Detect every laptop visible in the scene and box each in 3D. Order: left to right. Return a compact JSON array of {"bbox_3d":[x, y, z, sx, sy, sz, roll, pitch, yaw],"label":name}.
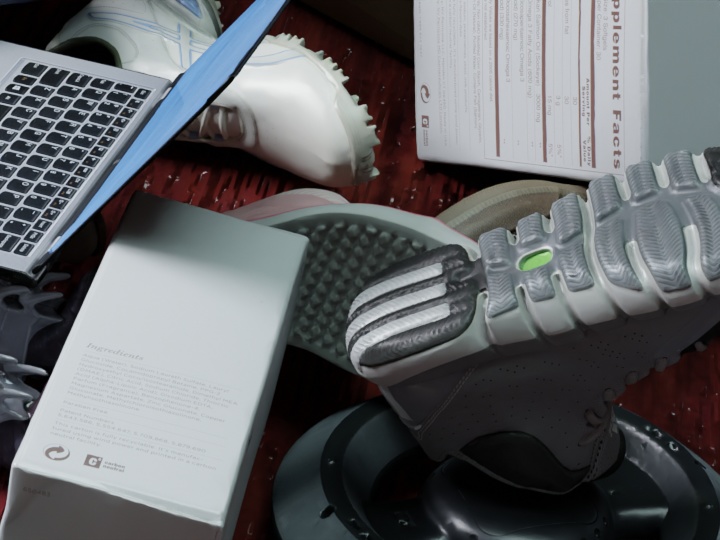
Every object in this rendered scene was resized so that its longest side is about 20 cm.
[{"bbox_3d":[-0.127,-0.091,0.990,0.199,0.116,0.187,14,31,8],"label":"laptop"}]

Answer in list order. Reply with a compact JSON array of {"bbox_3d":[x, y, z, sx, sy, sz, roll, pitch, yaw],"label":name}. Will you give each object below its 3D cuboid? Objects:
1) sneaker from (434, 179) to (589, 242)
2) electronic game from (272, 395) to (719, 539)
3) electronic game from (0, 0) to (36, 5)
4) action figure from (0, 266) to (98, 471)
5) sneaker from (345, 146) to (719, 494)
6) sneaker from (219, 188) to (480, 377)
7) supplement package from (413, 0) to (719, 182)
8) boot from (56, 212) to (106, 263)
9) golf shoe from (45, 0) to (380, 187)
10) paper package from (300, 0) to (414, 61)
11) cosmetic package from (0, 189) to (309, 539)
[{"bbox_3d":[0.109,0.001,1.132,0.199,0.071,0.076,-11,40,-35],"label":"sneaker"},{"bbox_3d":[0.063,0.104,0.959,0.199,0.042,0.200,5,28,-3],"label":"electronic game"},{"bbox_3d":[-0.245,-0.137,1.162,0.199,0.042,0.200,-4,9,1],"label":"electronic game"},{"bbox_3d":[-0.213,0.022,0.962,0.199,0.070,0.130,12,39,2],"label":"action figure"},{"bbox_3d":[0.104,0.027,0.915,0.199,0.116,0.075,-16,39,16],"label":"sneaker"},{"bbox_3d":[0.000,0.000,1.037,0.200,0.076,0.105,2,13,36],"label":"sneaker"},{"bbox_3d":[0.128,-0.110,1.200,0.117,0.118,0.200,-6,9,-32],"label":"supplement package"},{"bbox_3d":[-0.231,-0.045,1.071,0.146,0.070,0.200,-23,46,-37],"label":"boot"},{"bbox_3d":[-0.079,-0.085,1.205,0.097,0.078,0.200,-34,49,-31],"label":"golf shoe"},{"bbox_3d":[0.022,-0.228,1.429,0.200,0.104,0.190,32,35,24],"label":"paper package"},{"bbox_3d":[-0.081,0.069,0.902,0.081,0.113,0.200,15,33,1],"label":"cosmetic package"}]
